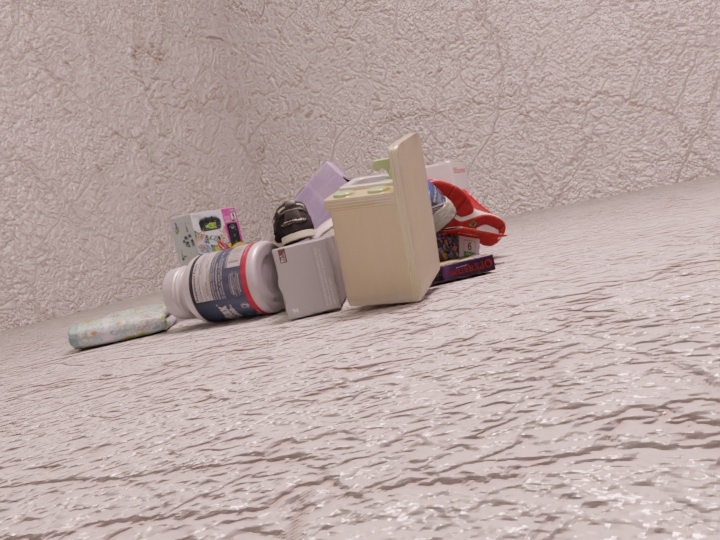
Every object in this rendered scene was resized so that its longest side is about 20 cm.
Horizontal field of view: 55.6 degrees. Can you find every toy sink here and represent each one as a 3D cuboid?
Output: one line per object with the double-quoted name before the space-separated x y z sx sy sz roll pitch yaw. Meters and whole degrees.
"toy sink" 0.028 -0.071 0.917 0.111 0.202 0.130 -5 18 19

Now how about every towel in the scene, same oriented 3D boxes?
"towel" -0.438 0.099 1.283 0.170 0.049 0.200 -14 4 -8

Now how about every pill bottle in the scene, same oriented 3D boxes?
"pill bottle" -0.228 0.025 1.152 0.198 0.121 0.119 -10 4 25

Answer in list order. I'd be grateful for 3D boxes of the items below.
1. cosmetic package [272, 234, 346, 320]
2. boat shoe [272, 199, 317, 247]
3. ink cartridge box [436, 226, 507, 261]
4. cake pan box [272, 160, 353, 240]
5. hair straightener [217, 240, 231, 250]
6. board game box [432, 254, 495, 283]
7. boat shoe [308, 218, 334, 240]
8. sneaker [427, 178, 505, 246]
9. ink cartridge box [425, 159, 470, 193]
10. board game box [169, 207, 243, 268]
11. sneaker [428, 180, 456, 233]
"cosmetic package" -0.073 0.005 1.056 0.089 0.108 0.200 -13 5 0
"boat shoe" -0.113 -0.078 1.133 0.071 0.068 0.200 -22 2 -8
"ink cartridge box" 0.143 -0.035 1.169 0.108 0.051 0.199 6 -7 -35
"cake pan box" -0.062 -0.106 1.463 0.200 0.184 0.052 -49 -8 14
"hair straightener" -0.227 0.015 1.295 0.077 0.041 0.200 -47 -33 3
"board game box" 0.098 0.007 1.061 0.198 0.033 0.120 -13 7 -5
"boat shoe" 0.003 -0.074 1.185 0.198 0.072 0.070 -18 -2 -3
"sneaker" 0.161 -0.116 1.227 0.199 0.079 0.116 31 12 -33
"ink cartridge box" 0.192 -0.133 1.491 0.084 0.202 0.146 -10 4 23
"board game box" -0.297 -0.019 1.392 0.064 0.202 0.147 -10 5 29
"sneaker" 0.062 -0.070 1.090 0.200 0.085 0.077 -45 21 -25
